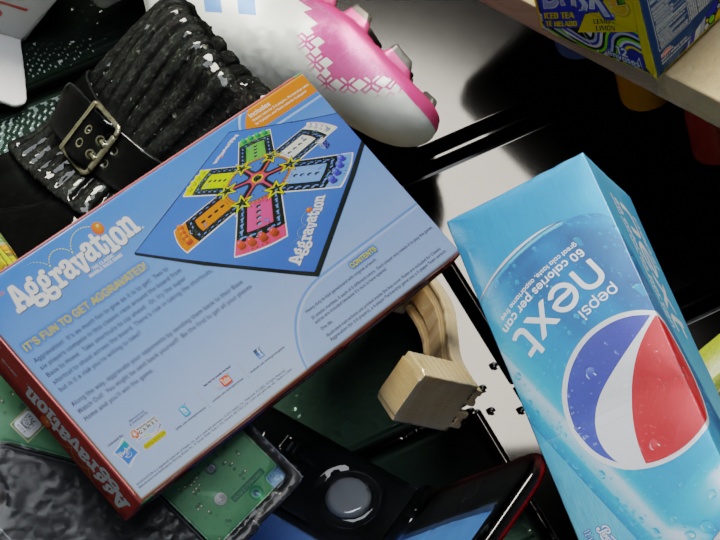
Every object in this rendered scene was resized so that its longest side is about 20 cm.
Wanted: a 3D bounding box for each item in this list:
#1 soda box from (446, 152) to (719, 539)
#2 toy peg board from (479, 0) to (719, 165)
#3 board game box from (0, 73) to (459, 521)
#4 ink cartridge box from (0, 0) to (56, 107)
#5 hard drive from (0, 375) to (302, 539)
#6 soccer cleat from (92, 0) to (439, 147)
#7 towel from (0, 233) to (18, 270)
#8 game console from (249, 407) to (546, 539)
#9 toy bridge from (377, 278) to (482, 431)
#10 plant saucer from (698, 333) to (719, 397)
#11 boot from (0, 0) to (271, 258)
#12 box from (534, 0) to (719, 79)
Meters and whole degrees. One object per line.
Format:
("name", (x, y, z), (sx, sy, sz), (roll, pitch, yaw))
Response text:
("soda box", (0.105, 0.060, 0.968), (0.064, 0.068, 0.200), (-28, 67, 13))
("toy peg board", (0.186, -0.129, 1.164), (0.200, 0.098, 0.199), (-40, 47, -20))
("board game box", (-0.056, 0.005, 0.987), (0.103, 0.019, 0.200), (50, 50, 4))
("ink cartridge box", (-0.198, -0.186, 1.197), (0.116, 0.067, 0.200), (15, 50, -33))
("hard drive", (-0.139, 0.103, 0.965), (0.140, 0.038, 0.200), (44, 75, 0))
("soccer cleat", (-0.050, -0.103, 1.173), (0.086, 0.070, 0.200), (-46, 62, -5))
("towel", (-0.203, -0.010, 1.085), (0.086, 0.018, 0.200), (-48, 42, 5))
("game console", (-0.047, 0.132, 0.983), (0.172, 0.119, 0.200), (28, 63, 20))
("toy bridge", (0.000, 0.000, 1.096), (0.067, 0.027, 0.200), (14, 26, -39))
("plant saucer", (0.222, 0.073, 1.023), (0.200, 0.048, 0.200), (38, 57, 25))
("boot", (-0.090, -0.013, 1.069), (0.158, 0.079, 0.211), (-35, 55, 3))
("box", (0.161, -0.177, 1.104), (0.070, 0.064, 0.200), (28, 60, 37))
